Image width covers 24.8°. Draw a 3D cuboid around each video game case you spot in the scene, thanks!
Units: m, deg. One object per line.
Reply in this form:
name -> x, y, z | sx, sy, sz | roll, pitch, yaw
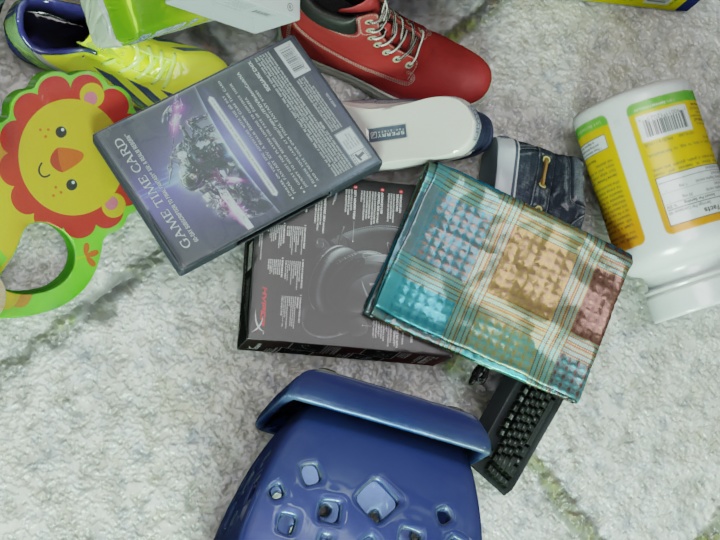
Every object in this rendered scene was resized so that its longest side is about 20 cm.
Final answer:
video game case -> -0.102, -0.100, 1.369 | 0.200, 0.019, 0.143 | -30, 74, -19

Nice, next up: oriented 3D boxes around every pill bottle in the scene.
pill bottle -> 0.270, -0.060, 1.459 | 0.111, 0.111, 0.201 | -16, 85, -13

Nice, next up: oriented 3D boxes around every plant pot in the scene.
plant pot -> -0.006, 0.192, 1.325 | 0.199, 0.200, 0.181 | 17, 72, -7

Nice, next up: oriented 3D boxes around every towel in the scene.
towel -> 0.120, 0.010, 1.385 | 0.199, 0.022, 0.147 | 24, 78, -6

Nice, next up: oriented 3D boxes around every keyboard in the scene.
keyboard -> 0.146, 0.086, 1.425 | 0.127, 0.021, 0.200 | 41, 73, -39

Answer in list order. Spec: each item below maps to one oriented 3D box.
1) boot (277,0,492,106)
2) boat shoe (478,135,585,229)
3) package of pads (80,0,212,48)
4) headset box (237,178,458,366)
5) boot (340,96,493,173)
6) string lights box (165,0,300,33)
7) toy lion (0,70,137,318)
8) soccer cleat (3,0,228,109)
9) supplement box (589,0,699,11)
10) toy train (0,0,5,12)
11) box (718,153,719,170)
boot -> 0.033, -0.200, 1.419 | 0.199, 0.144, 0.073 | 17, 76, -9
boat shoe -> 0.147, -0.017, 1.449 | 0.091, 0.071, 0.201 | 11, 80, -12
package of pads -> -0.179, -0.297, 1.362 | 0.154, 0.068, 0.201 | -26, 103, -46
headset box -> 0.000, 0.000, 1.414 | 0.199, 0.077, 0.150 | 5, 80, -11
boot -> 0.016, -0.114, 1.445 | 0.199, 0.090, 0.073 | 0, 88, 17
string lights box -> -0.101, -0.309, 1.353 | 0.103, 0.059, 0.201 | 13, 74, -45
toy lion -> -0.264, -0.065, 1.369 | 0.191, 0.069, 0.201 | -8, 100, -26
soccer cleat -> -0.207, -0.185, 1.399 | 0.199, 0.084, 0.065 | 15, 76, -9
supplement box -> 0.226, -0.313, 1.492 | 0.199, 0.110, 0.109 | 4, 80, -10
toy train -> -0.339, -0.231, 1.330 | 0.085, 0.200, 0.114 | 46, 61, 1
box -> 0.445, -0.100, 1.454 | 0.198, 0.200, 0.131 | 13, 78, -9
